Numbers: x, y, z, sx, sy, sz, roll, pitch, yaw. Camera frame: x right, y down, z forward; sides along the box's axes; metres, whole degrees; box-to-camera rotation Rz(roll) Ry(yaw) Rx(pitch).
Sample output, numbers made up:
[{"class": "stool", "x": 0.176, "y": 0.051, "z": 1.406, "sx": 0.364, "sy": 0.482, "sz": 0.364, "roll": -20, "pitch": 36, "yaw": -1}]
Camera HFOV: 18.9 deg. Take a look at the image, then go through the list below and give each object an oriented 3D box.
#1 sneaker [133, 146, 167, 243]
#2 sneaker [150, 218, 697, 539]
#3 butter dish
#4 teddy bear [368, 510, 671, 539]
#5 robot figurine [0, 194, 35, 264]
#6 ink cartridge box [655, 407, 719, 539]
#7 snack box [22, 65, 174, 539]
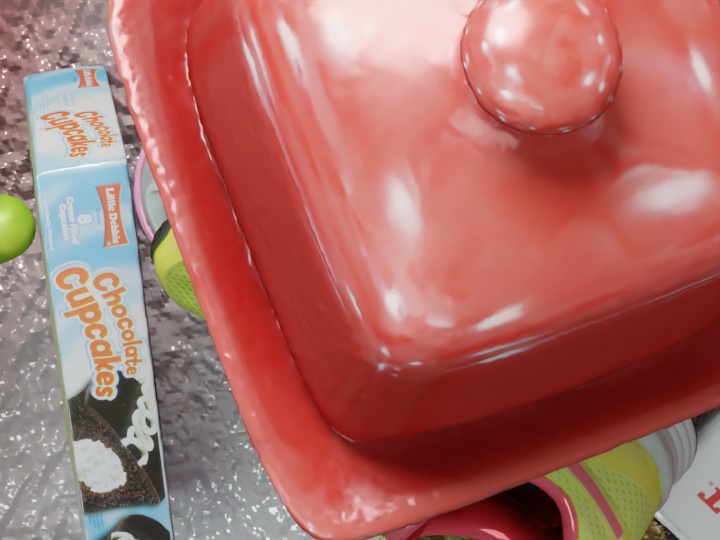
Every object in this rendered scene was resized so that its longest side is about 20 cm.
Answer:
[{"class": "sneaker", "x": 0.000, "y": 0.000, "z": 0.822, "sx": 0.200, "sy": 0.095, "sz": 0.079, "roll": 43, "pitch": 97, "yaw": -15}, {"class": "sneaker", "x": 0.014, "y": 0.044, "z": 0.721, "sx": 0.199, "sy": 0.091, "sz": 0.078, "roll": 28, "pitch": 149, "yaw": -1}, {"class": "butter dish", "x": 0.042, "y": -0.045, "z": 0.636, "sx": 0.199, "sy": 0.148, "sz": 0.200, "roll": -20, "pitch": 81, "yaw": -9}, {"class": "teddy bear", "x": 0.078, "y": 0.122, "z": 0.842, "sx": 0.199, "sy": 0.067, "sz": 0.145, "roll": 2, "pitch": 142, "yaw": 14}, {"class": "robot figurine", "x": -0.211, "y": -0.039, "z": 0.814, "sx": 0.175, "sy": 0.200, "sz": 0.116, "roll": 15, "pitch": 124, "yaw": -32}, {"class": "ink cartridge box", "x": 0.220, "y": 0.052, "z": 0.763, "sx": 0.145, "sy": 0.084, "sz": 0.200, "roll": 44, "pitch": 120, "yaw": -4}, {"class": "snack box", "x": -0.101, "y": 0.032, "z": 0.851, "sx": 0.037, "sy": 0.116, "sz": 0.201, "roll": -8, "pitch": 114, "yaw": -8}]
